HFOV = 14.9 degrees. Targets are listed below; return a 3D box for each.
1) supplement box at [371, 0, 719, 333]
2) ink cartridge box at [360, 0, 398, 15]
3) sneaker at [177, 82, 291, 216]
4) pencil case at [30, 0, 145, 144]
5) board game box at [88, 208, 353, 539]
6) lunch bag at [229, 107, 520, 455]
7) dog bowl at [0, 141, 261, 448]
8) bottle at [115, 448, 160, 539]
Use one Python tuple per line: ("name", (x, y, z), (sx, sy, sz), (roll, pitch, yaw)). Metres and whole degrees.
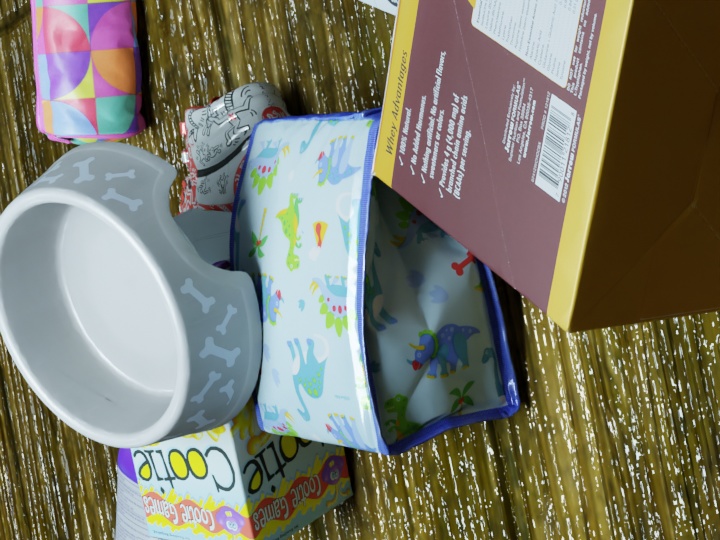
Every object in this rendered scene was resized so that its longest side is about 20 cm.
("supplement box", (0.124, -0.103, 1.453), (0.200, 0.133, 0.197), (41, 130, 48))
("ink cartridge box", (-0.045, -0.253, 1.644), (0.199, 0.041, 0.200), (26, 152, 32))
("sneaker", (-0.098, -0.050, 1.898), (0.201, 0.067, 0.108), (-44, 62, 48))
("pencil case", (-0.209, -0.192, 2.041), (0.088, 0.088, 0.200), (-2, 95, 59))
("board game box", (-0.090, 0.073, 1.816), (0.103, 0.105, 0.200), (7, 116, 40))
("lunch bag", (0.000, 0.000, 1.689), (0.170, 0.127, 0.200), (1, 107, 59))
("dog bowl", (-0.154, 0.022, 1.729), (0.200, 0.059, 0.200), (22, 126, 34))
("bottle", (-0.141, 0.153, 2.016), (0.084, 0.065, 0.200), (26, 118, 54))
